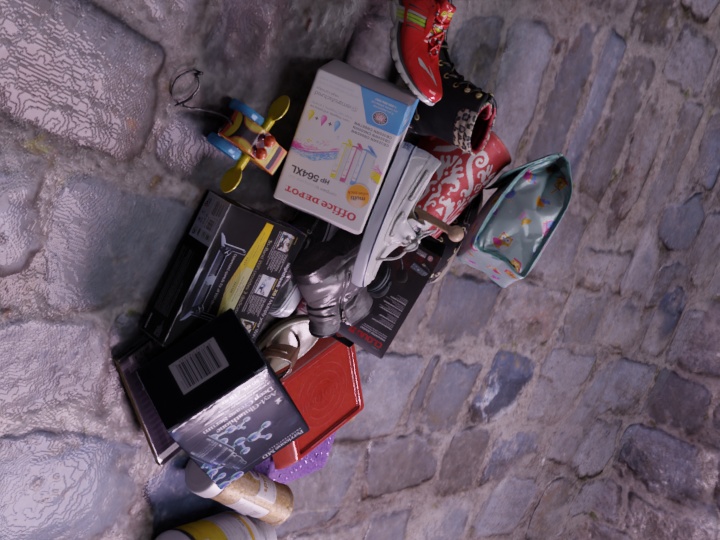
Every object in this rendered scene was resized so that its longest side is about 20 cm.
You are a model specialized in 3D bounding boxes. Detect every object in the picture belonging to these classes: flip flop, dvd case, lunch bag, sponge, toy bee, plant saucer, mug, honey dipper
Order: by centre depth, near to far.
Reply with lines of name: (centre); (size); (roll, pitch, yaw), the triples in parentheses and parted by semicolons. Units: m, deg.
toy bee: (-0.138, -0.152, 1.472); (0.199, 0.108, 0.132); (-2, 121, -55)
dvd case: (-0.245, 0.149, 1.652); (0.148, 0.016, 0.202); (-39, 135, -29)
honey dipper: (0.066, -0.093, 1.734); (0.038, 0.199, 0.038); (-34, 142, -33)
flip flop: (-0.133, 0.134, 1.782); (0.199, 0.057, 0.082); (-30, 135, -31)
mug: (0.099, -0.148, 1.846); (0.200, 0.177, 0.133); (-49, -175, -6)
lunch bag: (0.244, -0.089, 1.892); (0.201, 0.121, 0.170); (-60, -179, -6)
plant saucer: (-0.067, 0.192, 1.923); (0.199, 0.036, 0.202); (-35, 132, -34)
sponge: (-0.116, 0.295, 1.991); (0.199, 0.030, 0.113); (-14, 128, -50)

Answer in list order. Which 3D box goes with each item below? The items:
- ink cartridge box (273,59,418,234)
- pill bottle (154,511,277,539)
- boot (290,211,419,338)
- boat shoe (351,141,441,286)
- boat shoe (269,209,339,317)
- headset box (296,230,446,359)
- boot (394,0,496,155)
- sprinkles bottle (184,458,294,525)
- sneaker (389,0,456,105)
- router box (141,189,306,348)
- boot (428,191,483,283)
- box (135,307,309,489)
ink cartridge box: (-0.021, -0.151, 1.585); (0.125, 0.127, 0.202); (-60, 171, -73)
pill bottle: (-0.221, 0.435, 1.881); (0.199, 0.112, 0.113); (-5, 122, -54)
boot: (0.000, 0.000, 1.696); (0.198, 0.070, 0.133); (-26, 131, -9)
boat shoe: (0.055, -0.059, 1.578); (0.075, 0.085, 0.204); (-61, 173, -72)
boat shoe: (-0.089, -0.033, 1.687); (0.071, 0.072, 0.202); (24, 89, -45)
headset box: (0.011, 0.017, 1.775); (0.201, 0.148, 0.077); (-59, 180, 18)
boot: (0.127, -0.272, 1.687); (0.073, 0.153, 0.206); (-8, 119, -49)
sprinkles bottle: (-0.181, 0.330, 1.854); (0.069, 0.068, 0.200); (-56, 139, -3)
sneaker: (0.085, -0.316, 1.583); (0.077, 0.084, 0.203); (8, 72, -58)
router box: (-0.176, 0.013, 1.594); (0.157, 0.052, 0.202); (22, 96, -51)
boot: (0.119, -0.058, 1.945); (0.153, 0.073, 0.205); (-22, 140, -62)
box: (-0.175, 0.170, 1.586); (0.148, 0.107, 0.201); (-33, 147, -5)
